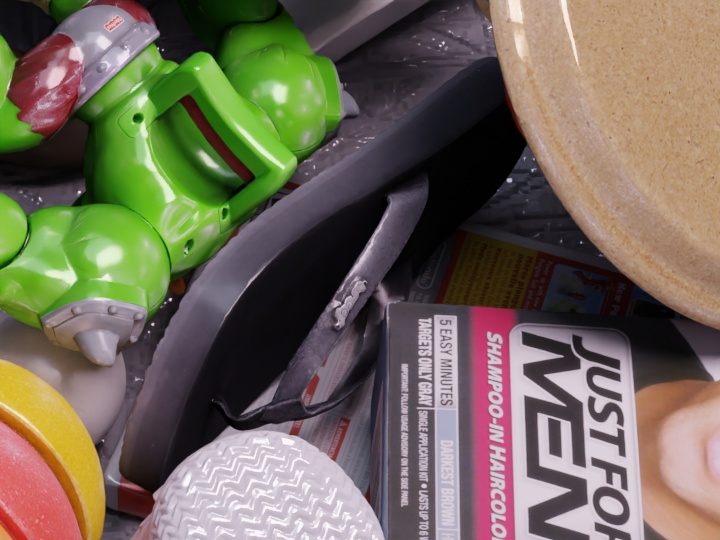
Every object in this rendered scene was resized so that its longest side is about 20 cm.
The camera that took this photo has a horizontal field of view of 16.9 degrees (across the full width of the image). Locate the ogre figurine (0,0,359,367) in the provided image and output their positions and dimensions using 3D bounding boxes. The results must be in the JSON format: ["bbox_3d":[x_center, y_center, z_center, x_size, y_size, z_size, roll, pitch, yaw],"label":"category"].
[{"bbox_3d":[-0.082,-0.049,0.751,0.120,0.098,0.200,43,33,0],"label":"ogre figurine"}]

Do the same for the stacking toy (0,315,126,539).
[{"bbox_3d":[-0.123,0.073,0.703,0.145,0.147,0.200,17,33,9],"label":"stacking toy"}]

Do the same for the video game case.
[{"bbox_3d":[0.034,0.045,0.785,0.199,0.017,0.143,16,51,8],"label":"video game case"}]

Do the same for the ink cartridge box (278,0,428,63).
[{"bbox_3d":[-0.001,-0.158,0.888,0.117,0.067,0.201,-32,55,9],"label":"ink cartridge box"}]

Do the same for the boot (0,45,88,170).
[{"bbox_3d":[-0.177,-0.034,0.815,0.199,0.075,0.098,10,76,-11],"label":"boot"}]

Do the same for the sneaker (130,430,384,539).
[{"bbox_3d":[-0.013,0.142,0.669,0.075,0.115,0.201,-20,90,-17],"label":"sneaker"}]

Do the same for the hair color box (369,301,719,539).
[{"bbox_3d":[0.103,0.070,0.721,0.199,0.061,0.099,4,51,-4],"label":"hair color box"}]

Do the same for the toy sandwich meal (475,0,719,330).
[{"bbox_3d":[0.107,-0.068,0.744,0.204,0.070,0.206,9,73,-33],"label":"toy sandwich meal"}]

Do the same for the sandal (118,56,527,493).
[{"bbox_3d":[0.000,-0.001,0.759,0.043,0.076,0.200,36,57,18],"label":"sandal"}]
